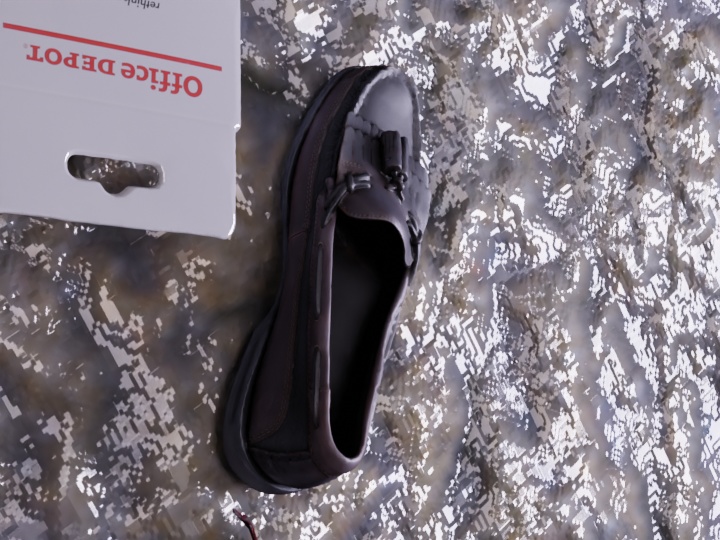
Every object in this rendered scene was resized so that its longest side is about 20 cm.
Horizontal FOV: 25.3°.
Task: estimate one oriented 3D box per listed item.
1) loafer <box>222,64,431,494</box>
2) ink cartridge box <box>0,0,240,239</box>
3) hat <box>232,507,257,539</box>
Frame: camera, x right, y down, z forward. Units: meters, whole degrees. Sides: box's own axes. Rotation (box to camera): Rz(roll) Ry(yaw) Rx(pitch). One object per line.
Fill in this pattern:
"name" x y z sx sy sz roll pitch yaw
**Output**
"loafer" 0.000 0.000 0.689 0.072 0.063 0.201 30 66 -34
"ink cartridge box" -0.109 -0.112 0.609 0.115 0.068 0.202 6 79 -39
"hat" -0.043 0.253 0.648 0.200 0.176 0.166 -45 121 6
